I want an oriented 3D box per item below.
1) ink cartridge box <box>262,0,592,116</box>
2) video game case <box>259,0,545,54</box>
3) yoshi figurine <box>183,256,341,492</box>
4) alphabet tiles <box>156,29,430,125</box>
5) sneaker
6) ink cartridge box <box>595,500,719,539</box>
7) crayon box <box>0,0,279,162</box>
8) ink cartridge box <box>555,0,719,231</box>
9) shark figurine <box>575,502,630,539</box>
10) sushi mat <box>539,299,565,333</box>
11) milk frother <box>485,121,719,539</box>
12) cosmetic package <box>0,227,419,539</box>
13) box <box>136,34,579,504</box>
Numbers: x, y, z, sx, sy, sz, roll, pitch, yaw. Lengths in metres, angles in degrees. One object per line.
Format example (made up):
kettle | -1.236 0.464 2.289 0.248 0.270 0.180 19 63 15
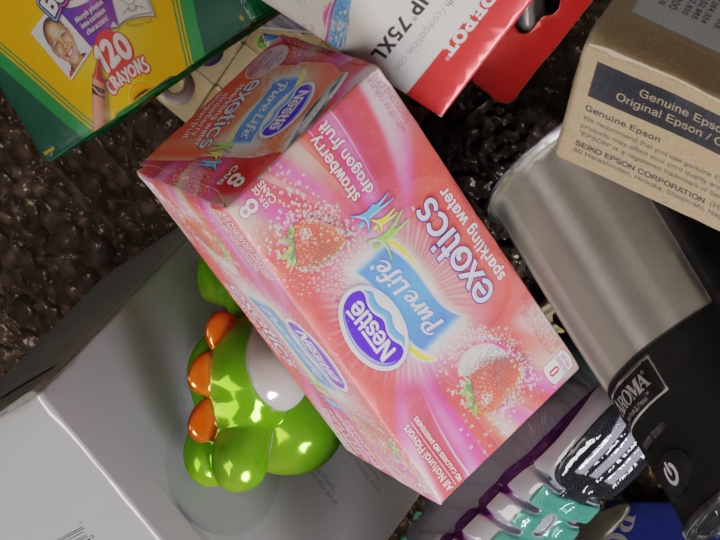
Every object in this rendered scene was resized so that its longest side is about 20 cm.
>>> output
ink cartridge box | 0.022 -0.156 1.151 0.200 0.067 0.116 31 114 -16
video game case | -0.002 -0.207 1.213 0.182 0.023 0.201 8 120 23
yoshi figurine | -0.034 0.020 1.288 0.112 0.201 0.112 19 171 -15
alphabet tiles | -0.032 -0.129 1.294 0.166 0.006 0.200 39 129 1
sneaker | 0.062 0.115 1.265 0.200 0.074 0.088 -46 49 14
ink cartridge box | 0.153 0.215 1.287 0.094 0.200 0.044 -2 143 29
crayon box | -0.121 -0.148 1.267 0.200 0.058 0.119 -28 94 48
ink cartridge box | 0.198 -0.098 1.059 0.164 0.200 0.075 25 140 12
shark figurine | 0.041 0.088 1.323 0.128 0.089 0.215 -22 96 39
sushi mat | 0.108 0.066 1.337 0.096 0.012 0.200 49 129 -6
milk frother | 0.199 -0.006 1.178 0.181 0.200 0.188 -47 66 44
cosmetic package | -0.095 0.108 1.352 0.123 0.200 0.200 -30 102 41
box | 0.000 0.000 1.187 0.095 0.103 0.200 25 154 57
